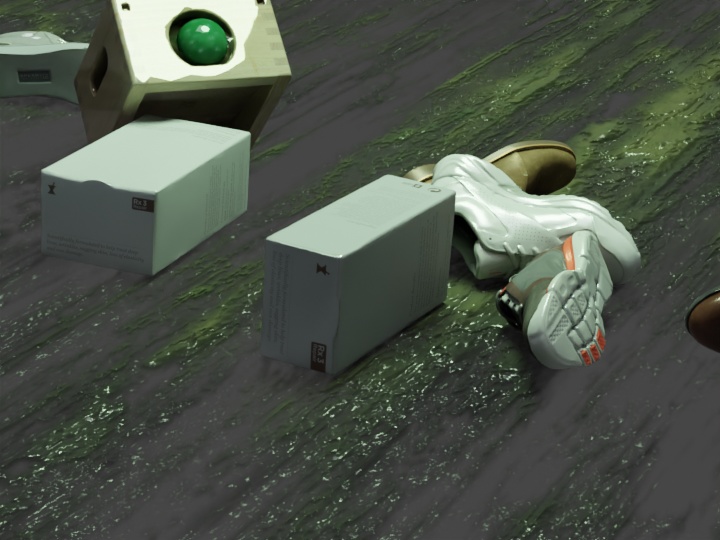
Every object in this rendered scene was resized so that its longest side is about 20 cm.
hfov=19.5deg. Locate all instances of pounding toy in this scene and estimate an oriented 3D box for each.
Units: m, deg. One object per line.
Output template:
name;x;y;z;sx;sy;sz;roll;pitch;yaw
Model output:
pounding toy;-0.156;-0.210;1.978;0.184;0.200;0.142;-6;65;-24

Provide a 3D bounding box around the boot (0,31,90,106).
boot;-0.310;-0.220;2.207;0.200;0.074;0.096;6;28;8

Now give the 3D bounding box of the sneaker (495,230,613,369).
sneaker;0.146;0.034;1.667;0.082;0.077;0.200;-18;13;21

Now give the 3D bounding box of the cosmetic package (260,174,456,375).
cosmetic package;0.000;0.000;1.655;0.074;0.102;0.200;14;22;26

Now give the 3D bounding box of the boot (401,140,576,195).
boot;0.129;-0.065;1.919;0.200;0.074;0.075;-16;47;-33

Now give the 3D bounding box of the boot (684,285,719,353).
boot;0.344;0.084;1.584;0.188;0.069;0.200;12;28;-1

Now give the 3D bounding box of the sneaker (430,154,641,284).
sneaker;0.138;-0.020;1.796;0.200;0.078;0.099;20;52;15

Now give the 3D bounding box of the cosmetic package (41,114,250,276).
cosmetic package;-0.184;-0.069;1.830;0.113;0.081;0.200;12;23;20
